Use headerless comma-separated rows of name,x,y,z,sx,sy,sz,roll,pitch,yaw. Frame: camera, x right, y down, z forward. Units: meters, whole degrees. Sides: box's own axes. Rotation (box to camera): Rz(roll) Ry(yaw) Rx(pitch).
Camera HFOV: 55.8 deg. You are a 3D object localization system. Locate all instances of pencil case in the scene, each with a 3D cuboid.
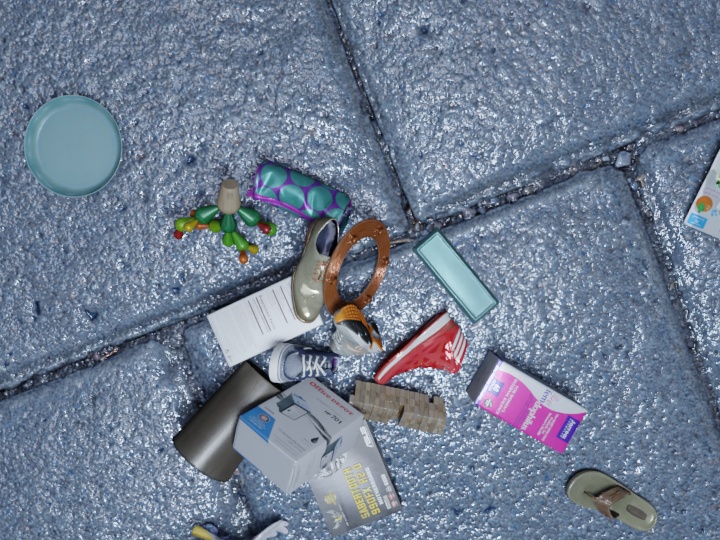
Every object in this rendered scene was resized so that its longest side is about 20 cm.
pencil case,-0.115,-0.139,1.330,0.198,0.085,0.093,25,58,1

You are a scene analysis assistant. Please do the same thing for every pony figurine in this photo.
pony figurine,-0.246,0.570,1.338,0.198,0.193,0.168,15,90,19

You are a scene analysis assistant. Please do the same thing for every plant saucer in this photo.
plant saucer,0.193,0.011,1.367,0.070,0.019,0.200,-40,93,3
plant saucer,-0.572,-0.248,1.363,0.198,0.027,0.203,0,93,0

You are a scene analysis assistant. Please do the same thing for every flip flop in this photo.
flip flop,0.509,0.468,1.364,0.199,0.058,0.082,28,93,-1

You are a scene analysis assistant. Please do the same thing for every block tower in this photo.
block tower,0.072,0.271,1.349,0.198,0.058,0.054,11,134,-5

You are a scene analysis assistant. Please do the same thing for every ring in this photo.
ring,0.000,0.000,1.289,0.019,0.200,0.202,25,94,31

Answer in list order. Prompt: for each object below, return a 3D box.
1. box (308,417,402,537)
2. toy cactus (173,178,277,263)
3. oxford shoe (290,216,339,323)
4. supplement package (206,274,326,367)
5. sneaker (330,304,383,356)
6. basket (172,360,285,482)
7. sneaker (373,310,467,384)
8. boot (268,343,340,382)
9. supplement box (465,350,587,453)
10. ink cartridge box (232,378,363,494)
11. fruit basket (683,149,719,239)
box,-0.023,0.414,1.377,0.157,0.048,0.202,-22,92,2
toy cactus,-0.260,-0.099,1.308,0.198,0.103,0.166,10,137,-5
oxford shoe,-0.082,-0.004,1.244,0.070,0.074,0.202,11,83,-18
supplement package,-0.179,0.091,1.330,0.198,0.114,0.110,-25,91,0
sneaker,-0.024,0.129,1.296,0.091,0.200,0.076,-22,63,11
basket,-0.246,0.287,1.326,0.136,0.180,0.200,38,84,10
sneaker,0.130,0.184,1.348,0.200,0.078,0.116,-41,90,4
boot,-0.102,0.174,1.285,0.089,0.200,0.074,4,91,13
supplement box,0.323,0.256,1.336,0.199,0.103,0.102,29,92,-2
ink cartridge box,-0.113,0.299,1.264,0.146,0.199,0.087,31,122,26
fruit basket,0.754,-0.148,1.310,0.184,0.094,0.202,23,97,0
